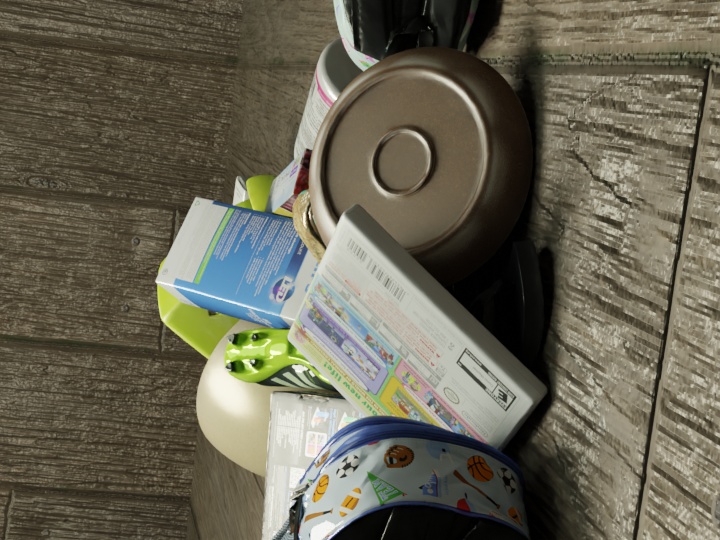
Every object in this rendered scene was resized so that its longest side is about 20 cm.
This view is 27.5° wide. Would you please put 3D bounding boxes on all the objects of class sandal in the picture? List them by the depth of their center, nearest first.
[{"bbox_3d":[0.098,0.066,1.119,0.076,0.043,0.201,-99,19,-51],"label":"sandal"}]

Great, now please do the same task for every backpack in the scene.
[{"bbox_3d":[0.035,0.195,1.068,0.191,0.199,0.155,-53,32,44],"label":"backpack"},{"bbox_3d":[0.046,-0.269,1.313,0.127,0.166,0.202,40,-129,-80],"label":"backpack"}]

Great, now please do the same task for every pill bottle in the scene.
[{"bbox_3d":[-0.008,-0.145,1.560,0.200,0.113,0.114,111,161,-52],"label":"pill bottle"}]

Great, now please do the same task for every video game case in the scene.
[{"bbox_3d":[0.037,0.070,1.133,0.200,0.022,0.182,44,145,13],"label":"video game case"}]

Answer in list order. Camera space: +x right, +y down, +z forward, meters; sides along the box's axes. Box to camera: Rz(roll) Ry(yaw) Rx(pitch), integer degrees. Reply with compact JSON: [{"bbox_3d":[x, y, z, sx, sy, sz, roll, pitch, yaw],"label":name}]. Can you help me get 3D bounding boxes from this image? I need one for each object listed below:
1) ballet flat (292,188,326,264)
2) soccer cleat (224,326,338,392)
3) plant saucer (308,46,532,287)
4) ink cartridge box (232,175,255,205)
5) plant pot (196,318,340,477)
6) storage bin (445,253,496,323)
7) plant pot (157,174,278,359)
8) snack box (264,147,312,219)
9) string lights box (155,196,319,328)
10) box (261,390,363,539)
[{"bbox_3d":[0.000,0.000,1.363,0.065,0.070,0.201,22,145,59],"label":"ballet flat"},{"bbox_3d":[-0.038,0.083,1.383,0.199,0.081,0.068,-1,77,35],"label":"soccer cleat"},{"bbox_3d":[0.039,-0.083,1.164,0.032,0.199,0.202,16,-104,-61],"label":"plant saucer"},{"bbox_3d":[-0.093,-0.005,1.824,0.088,0.144,0.201,-126,44,-70],"label":"ink cartridge box"},{"bbox_3d":[-0.052,0.144,1.520,0.134,0.199,0.201,40,128,45],"label":"plant pot"},{"bbox_3d":[0.053,-0.013,1.254,0.135,0.093,0.201,156,118,-77],"label":"storage bin"},{"bbox_3d":[-0.098,0.017,1.665,0.182,0.200,0.199,-47,19,8],"label":"plant pot"},{"bbox_3d":[-0.012,-0.062,1.462,0.200,0.141,0.053,156,129,-77],"label":"snack box"},{"bbox_3d":[-0.099,-0.002,1.475,0.059,0.199,0.103,44,-114,-52],"label":"string lights box"},{"bbox_3d":[-0.002,0.211,1.278,0.198,0.050,0.202,1,86,41],"label":"box"}]
